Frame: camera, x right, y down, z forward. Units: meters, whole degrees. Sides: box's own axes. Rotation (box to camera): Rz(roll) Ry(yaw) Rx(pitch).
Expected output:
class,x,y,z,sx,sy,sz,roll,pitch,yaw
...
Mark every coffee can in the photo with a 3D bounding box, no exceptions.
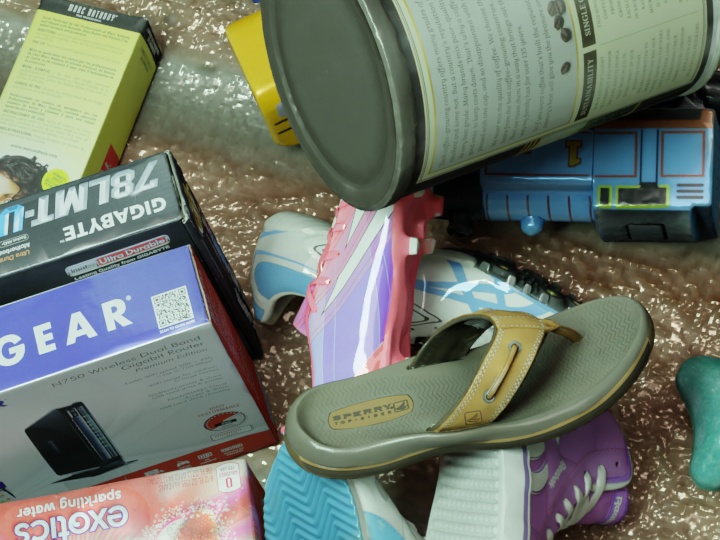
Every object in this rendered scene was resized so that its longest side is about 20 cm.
class,x,y,z,sx,sy,sz,roll,pitch,yaw
coffee can,0.068,-0.131,1.334,0.199,0.147,0.147,-20,63,-22

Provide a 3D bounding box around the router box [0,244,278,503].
class,x,y,z,sx,sy,sz,roll,pitch,yaw
router box,-0.160,0.073,1.397,0.199,0.180,0.049,-19,64,2

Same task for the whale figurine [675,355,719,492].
class,x,y,z,sx,sy,sz,roll,pitch,yaw
whale figurine,0.267,0.061,1.365,0.198,0.104,0.160,-8,66,7

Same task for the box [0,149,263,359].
class,x,y,z,sx,sy,sz,roll,pitch,yaw
box,-0.169,0.024,1.409,0.199,0.199,0.050,-18,66,1

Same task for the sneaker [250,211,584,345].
class,x,y,z,sx,sy,sz,roll,pitch,yaw
sneaker,0.034,0.019,1.454,0.198,0.072,0.073,12,96,11

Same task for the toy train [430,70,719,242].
class,x,y,z,sx,sy,sz,roll,pitch,yaw
toy train,0.116,-0.075,1.465,0.198,0.087,0.115,1,73,11

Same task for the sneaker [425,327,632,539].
class,x,y,z,sx,sy,sz,roll,pitch,yaw
sneaker,0.098,0.124,1.353,0.114,0.073,0.201,30,42,-22

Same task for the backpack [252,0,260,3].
class,x,y,z,sx,sy,sz,roll,pitch,yaw
backpack,-0.077,-0.278,1.521,0.134,0.200,0.184,19,71,19

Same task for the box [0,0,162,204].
class,x,y,z,sx,sy,sz,roll,pitch,yaw
box,-0.187,-0.062,1.532,0.075,0.050,0.201,13,69,15

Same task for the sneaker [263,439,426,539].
class,x,y,z,sx,sy,sz,roll,pitch,yaw
sneaker,0.017,0.171,1.356,0.076,0.081,0.201,-30,84,43

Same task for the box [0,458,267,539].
class,x,y,z,sx,sy,sz,roll,pitch,yaw
box,-0.142,0.180,1.394,0.198,0.095,0.103,-10,66,6

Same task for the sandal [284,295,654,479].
class,x,y,z,sx,sy,sz,roll,pitch,yaw
sandal,0.055,0.050,1.315,0.198,0.055,0.082,-13,37,0

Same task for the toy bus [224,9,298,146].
class,x,y,z,sx,sy,sz,roll,pitch,yaw
toy bus,0.026,-0.147,1.513,0.199,0.078,0.065,-25,65,-1

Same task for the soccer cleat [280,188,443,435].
class,x,y,z,sx,sy,sz,roll,pitch,yaw
soccer cleat,0.000,0.000,1.394,0.076,0.067,0.202,1,79,14
